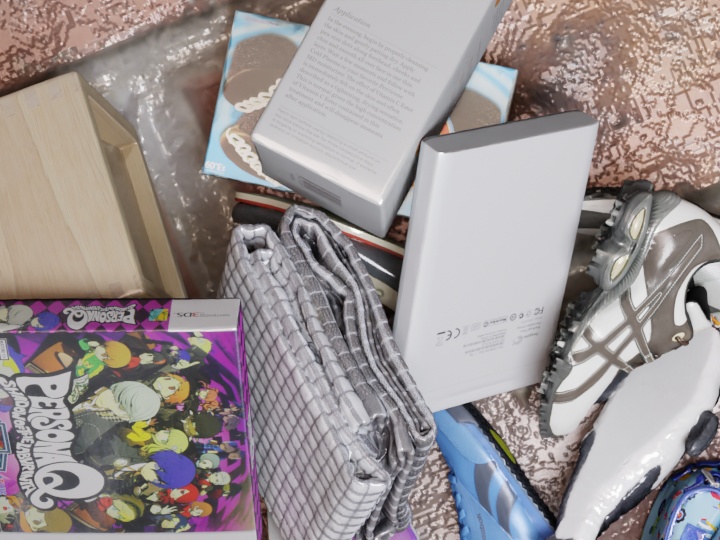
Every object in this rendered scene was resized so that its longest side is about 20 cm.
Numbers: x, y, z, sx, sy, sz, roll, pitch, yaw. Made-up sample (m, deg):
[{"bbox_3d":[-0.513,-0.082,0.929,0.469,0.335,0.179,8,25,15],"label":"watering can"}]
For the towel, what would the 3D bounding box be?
[{"bbox_3d":[-0.025,0.080,1.398,0.085,0.166,0.200,-18,64,-24],"label":"towel"}]

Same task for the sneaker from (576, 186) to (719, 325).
[{"bbox_3d":[0.221,-0.009,1.451,0.200,0.074,0.079,16,98,2],"label":"sneaker"}]

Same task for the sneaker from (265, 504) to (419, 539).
[{"bbox_3d":[-0.004,0.229,1.439,0.114,0.073,0.201,-3,56,-3],"label":"sneaker"}]

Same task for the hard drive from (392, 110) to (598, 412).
[{"bbox_3d":[0.084,-0.003,1.406,0.132,0.027,0.200,-13,126,-32],"label":"hard drive"}]

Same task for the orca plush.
[{"bbox_3d":[0.200,0.134,1.454,0.105,0.071,0.200,3,57,36],"label":"orca plush"}]

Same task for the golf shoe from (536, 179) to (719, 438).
[{"bbox_3d":[0.180,0.041,1.411,0.094,0.078,0.200,22,121,1],"label":"golf shoe"}]

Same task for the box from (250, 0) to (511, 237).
[{"bbox_3d":[0.020,-0.138,1.390,0.097,0.124,0.200,28,83,5],"label":"box"}]

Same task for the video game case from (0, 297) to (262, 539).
[{"bbox_3d":[-0.158,0.104,1.349,0.181,0.036,0.200,0,128,2],"label":"video game case"}]

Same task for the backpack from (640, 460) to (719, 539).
[{"bbox_3d":[0.251,0.224,1.397,0.134,0.200,0.183,21,95,0],"label":"backpack"}]

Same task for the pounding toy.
[{"bbox_3d":[-0.204,-0.003,1.436,0.142,0.200,0.184,-19,78,4],"label":"pounding toy"}]

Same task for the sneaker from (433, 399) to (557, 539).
[{"bbox_3d":[0.090,0.172,1.473,0.078,0.066,0.200,-34,91,9],"label":"sneaker"}]

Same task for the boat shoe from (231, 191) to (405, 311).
[{"bbox_3d":[0.000,0.000,1.469,0.200,0.071,0.063,21,97,-2],"label":"boat shoe"}]

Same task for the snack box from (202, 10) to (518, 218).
[{"bbox_3d":[0.000,-0.102,1.475,0.200,0.037,0.116,12,92,3],"label":"snack box"}]
